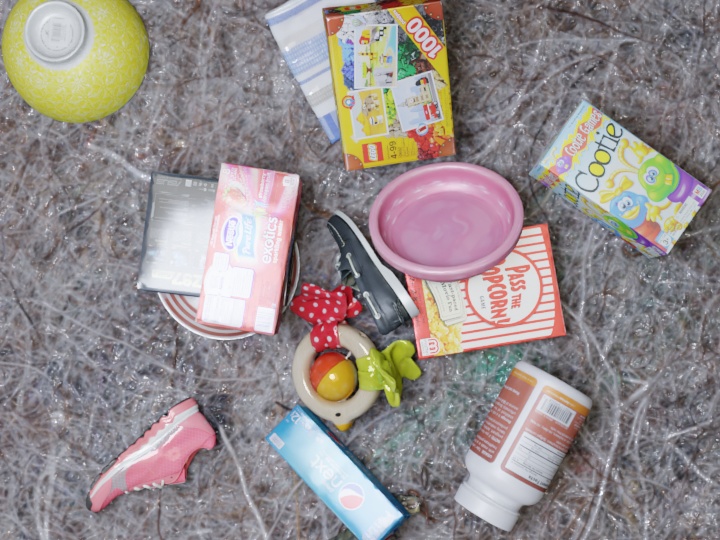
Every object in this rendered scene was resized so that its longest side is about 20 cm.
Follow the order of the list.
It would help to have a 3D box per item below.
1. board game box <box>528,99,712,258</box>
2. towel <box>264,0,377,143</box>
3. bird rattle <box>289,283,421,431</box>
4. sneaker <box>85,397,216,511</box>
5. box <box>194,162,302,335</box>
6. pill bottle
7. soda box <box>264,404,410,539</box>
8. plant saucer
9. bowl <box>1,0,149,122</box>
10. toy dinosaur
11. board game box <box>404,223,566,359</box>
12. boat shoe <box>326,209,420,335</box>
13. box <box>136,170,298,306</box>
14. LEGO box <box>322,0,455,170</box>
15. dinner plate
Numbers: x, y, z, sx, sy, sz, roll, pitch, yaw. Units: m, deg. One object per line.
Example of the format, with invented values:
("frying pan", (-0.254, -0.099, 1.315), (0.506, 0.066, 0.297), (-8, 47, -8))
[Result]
("board game box", (0.336, -0.116, 1.399), (0.200, 0.105, 0.103), (36, 89, 3))
("towel", (-0.021, -0.286, 1.415), (0.146, 0.024, 0.201), (-28, 112, 1))
("bird rattle", (-0.028, 0.117, 1.400), (0.200, 0.113, 0.163), (38, 107, 8))
("sneaker", (-0.275, 0.261, 1.409), (0.200, 0.074, 0.087), (-42, 89, -1))
("box", (-0.138, -0.025, 1.336), (0.102, 0.095, 0.201), (8, 88, -1))
("pill bottle", (0.206, 0.228, 1.381), (0.112, 0.112, 0.201), (30, 88, 2))
("soda box", (-0.029, 0.268, 1.385), (0.064, 0.068, 0.200), (-45, 74, 0))
("plant saucer", (0.112, -0.057, 1.387), (0.199, 0.051, 0.201), (-5, 47, 5))
("bowl", (-0.391, -0.305, 1.421), (0.199, 0.108, 0.201), (0, 87, 1))
("toy dinosaur", (0.001, 0.370, 1.413), (0.199, 0.047, 0.088), (-26, 78, 1))
("board game box", (0.162, 0.028, 1.424), (0.199, 0.046, 0.152), (-10, 87, 0))
("boat shoe", (0.000, 0.000, 1.382), (0.060, 0.076, 0.200), (-35, 50, -3))
("box", (-0.186, -0.040, 1.410), (0.199, 0.051, 0.159), (6, 87, 0))
("LEGO box", (0.038, -0.245, 1.384), (0.148, 0.077, 0.201), (-9, 114, -2))
("dinner plate", (-0.181, -0.007, 1.444), (0.199, 0.024, 0.201), (0, 88, 2))
